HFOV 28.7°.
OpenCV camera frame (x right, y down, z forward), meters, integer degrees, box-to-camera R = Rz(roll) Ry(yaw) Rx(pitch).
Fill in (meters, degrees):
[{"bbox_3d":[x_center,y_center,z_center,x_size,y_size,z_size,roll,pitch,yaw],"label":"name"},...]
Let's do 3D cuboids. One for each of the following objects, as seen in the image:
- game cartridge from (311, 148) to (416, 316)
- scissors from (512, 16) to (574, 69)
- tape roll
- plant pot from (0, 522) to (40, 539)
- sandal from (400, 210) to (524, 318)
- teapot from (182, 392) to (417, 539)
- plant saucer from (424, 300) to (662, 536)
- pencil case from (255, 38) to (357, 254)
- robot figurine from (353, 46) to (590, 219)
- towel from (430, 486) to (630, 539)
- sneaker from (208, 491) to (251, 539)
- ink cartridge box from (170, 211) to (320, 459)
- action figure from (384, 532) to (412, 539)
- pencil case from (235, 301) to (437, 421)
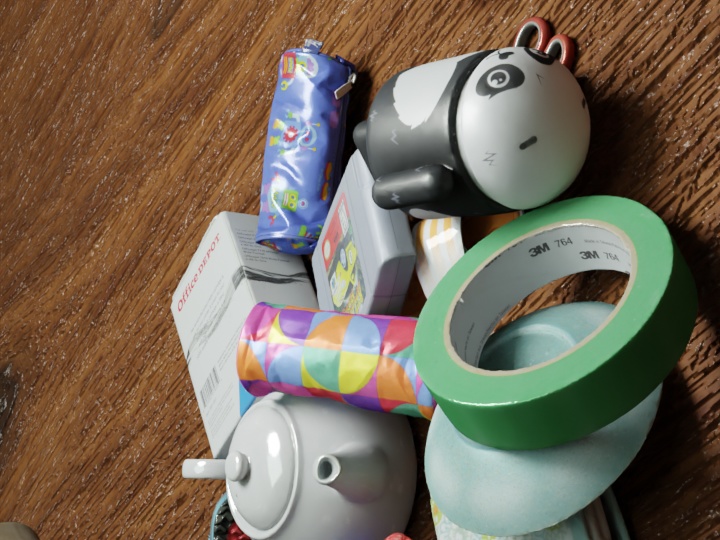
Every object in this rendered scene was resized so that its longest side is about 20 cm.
[{"bbox_3d":[0.000,0.000,1.242,0.201,0.040,0.134,114,145,-55],"label":"game cartridge"},{"bbox_3d":[0.112,-0.123,1.177,0.201,0.014,0.074,-57,43,29],"label":"scissors"},{"bbox_3d":[0.133,0.033,0.981,0.199,0.048,0.201,-26,32,17],"label":"tape roll"},{"bbox_3d":[-0.442,0.444,1.734,0.173,0.199,0.201,44,119,31],"label":"plant pot"},{"bbox_3d":[0.061,-0.002,1.185,0.206,0.059,0.080,-38,52,45],"label":"sandal"},{"bbox_3d":[-0.056,0.177,1.239,0.201,0.145,0.198,-61,38,28],"label":"teapot"},{"bbox_3d":[0.119,0.093,1.010,0.200,0.039,0.202,-29,35,22],"label":"plant saucer"},{"bbox_3d":[-0.049,-0.116,1.360,0.086,0.078,0.203,5,86,37],"label":"pencil case"},{"bbox_3d":[0.083,-0.105,1.083,0.199,0.124,0.152,-2,72,51],"label":"robot figurine"},{"bbox_3d":[0.129,0.214,1.047,0.171,0.048,0.202,-46,46,44],"label":"towel"},{"bbox_3d":[-0.119,0.309,1.385,0.096,0.078,0.203,-146,65,-79],"label":"sneaker"},{"bbox_3d":[-0.107,0.065,1.393,0.146,0.083,0.201,-57,41,36],"label":"ink cartridge box"},{"bbox_3d":[-0.004,0.279,1.144,0.065,0.099,0.200,45,133,-2],"label":"action figure"},{"bbox_3d":[-0.004,0.076,1.161,0.198,0.088,0.090,8,89,25],"label":"pencil case"}]
